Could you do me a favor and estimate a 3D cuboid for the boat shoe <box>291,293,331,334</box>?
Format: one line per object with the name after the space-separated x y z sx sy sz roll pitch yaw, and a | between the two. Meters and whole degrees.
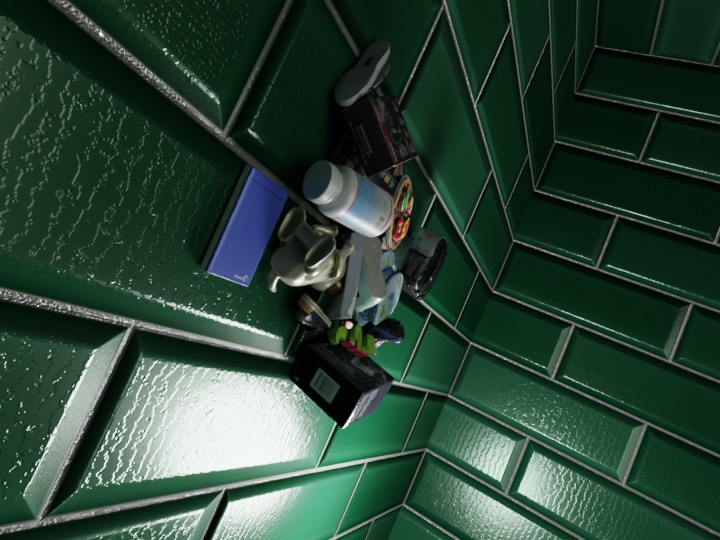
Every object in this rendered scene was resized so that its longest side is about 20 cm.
-0.119 0.115 1.259 0.062 0.074 0.200 -47 160 -9 | boat shoe

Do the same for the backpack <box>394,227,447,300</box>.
0.186 -0.033 1.650 0.201 0.152 0.176 -54 155 -7 | backpack

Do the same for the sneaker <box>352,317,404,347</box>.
0.054 0.174 1.437 0.074 0.199 0.080 -16 103 -33 | sneaker

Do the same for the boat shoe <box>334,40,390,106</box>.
0.010 -0.407 1.121 0.202 0.071 0.068 -62 153 -28 | boat shoe

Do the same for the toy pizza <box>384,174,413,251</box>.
0.109 -0.148 1.371 0.200 0.031 0.204 14 89 -74 | toy pizza

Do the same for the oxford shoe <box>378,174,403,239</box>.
0.072 -0.174 1.404 0.058 0.074 0.203 -91 -161 -75 | oxford shoe

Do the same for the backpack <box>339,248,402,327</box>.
0.030 0.037 1.412 0.182 0.145 0.204 -24 127 -59 | backpack

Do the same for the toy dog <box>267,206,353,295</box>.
-0.096 -0.013 1.139 0.196 0.138 0.200 -58 155 0 | toy dog

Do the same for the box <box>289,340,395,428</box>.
-0.045 0.286 1.377 0.119 0.196 0.199 -59 157 13 | box

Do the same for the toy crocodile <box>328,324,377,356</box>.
-0.015 0.188 1.356 0.200 0.066 0.063 44 44 -51 | toy crocodile

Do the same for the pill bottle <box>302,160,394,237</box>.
-0.024 -0.151 1.090 0.199 0.108 0.110 24 89 -47 | pill bottle

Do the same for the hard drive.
-0.213 -0.079 0.980 0.203 0.025 0.132 -67 155 -4 | hard drive

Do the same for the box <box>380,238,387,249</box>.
0.087 -0.156 1.498 0.110 0.034 0.204 -17 124 -59 | box

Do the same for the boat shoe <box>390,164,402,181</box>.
0.050 -0.209 1.344 0.071 0.075 0.204 10 99 -60 | boat shoe

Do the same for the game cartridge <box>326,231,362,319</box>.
-0.037 0.014 1.246 0.040 0.133 0.204 12 79 -22 | game cartridge

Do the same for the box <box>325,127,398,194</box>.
-0.008 -0.200 1.204 0.200 0.044 0.162 42 71 -45 | box

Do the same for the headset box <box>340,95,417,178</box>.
0.043 -0.296 1.143 0.151 0.076 0.200 66 28 -9 | headset box

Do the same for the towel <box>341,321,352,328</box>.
-0.030 0.223 1.570 0.146 0.030 0.204 -17 124 -58 | towel

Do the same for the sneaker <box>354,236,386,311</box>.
0.000 0.000 1.289 0.073 0.118 0.204 12 57 -32 | sneaker
